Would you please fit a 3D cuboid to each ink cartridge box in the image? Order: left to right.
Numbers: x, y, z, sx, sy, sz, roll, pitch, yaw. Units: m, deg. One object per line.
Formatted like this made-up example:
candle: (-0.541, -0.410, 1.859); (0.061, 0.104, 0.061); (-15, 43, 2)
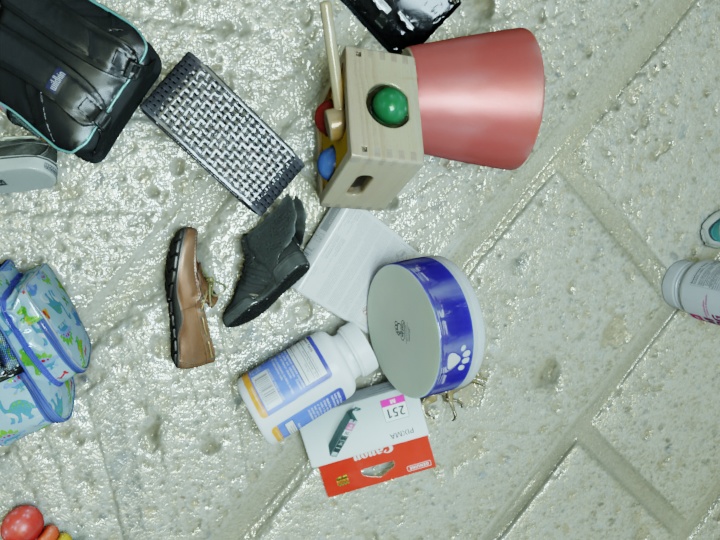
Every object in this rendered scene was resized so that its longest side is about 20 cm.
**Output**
ink cartridge box: (0.000, 0.000, 0.959); (0.199, 0.050, 0.162); (34, 87, -39)
ink cartridge box: (0.014, 0.279, 0.977); (0.197, 0.044, 0.176); (-16, 104, 1)

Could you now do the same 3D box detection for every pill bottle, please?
pill bottle: (-0.076, 0.163, 0.916); (0.198, 0.112, 0.113); (-30, 107, -12)
pill bottle: (0.657, 0.043, 1.092); (0.112, 0.200, 0.115); (-3, 100, -17)

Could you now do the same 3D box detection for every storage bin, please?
storage bin: (-0.183, -0.176, 0.808); (0.200, 0.135, 0.094); (44, 85, -20)

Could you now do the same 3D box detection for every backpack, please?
backpack: (-0.423, 0.099, 0.752); (0.145, 0.183, 0.203); (-21, 110, -13)
backpack: (-0.361, -0.247, 0.724); (0.199, 0.153, 0.177); (32, 89, -12)

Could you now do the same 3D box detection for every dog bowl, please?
dog bowl: (0.091, 0.082, 0.896); (0.078, 0.199, 0.203); (-9, 102, -28)

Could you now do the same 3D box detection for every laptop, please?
laptop: (0.071, -0.455, 0.913); (0.177, 0.104, 0.200); (41, 111, -19)

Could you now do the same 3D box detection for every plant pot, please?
plant pot: (0.147, -0.251, 0.889); (0.174, 0.200, 0.204); (-1, 100, -8)

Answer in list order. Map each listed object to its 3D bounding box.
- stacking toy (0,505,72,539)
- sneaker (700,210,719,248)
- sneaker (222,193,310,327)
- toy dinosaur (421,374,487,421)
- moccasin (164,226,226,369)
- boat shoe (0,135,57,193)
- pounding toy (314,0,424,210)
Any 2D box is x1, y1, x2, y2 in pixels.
stacking toy: (-0.428, 0.413, 0.867); (0.085, 0.085, 0.201); (-40, 102, -8)
sneaker: (0.750, -0.107, 1.162); (0.200, 0.080, 0.078); (-42, 109, -8)
sneaker: (-0.145, -0.011, 0.888); (0.199, 0.060, 0.105); (-39, 73, 19)
toy dinosaur: (0.119, 0.197, 1.027); (0.197, 0.058, 0.103); (12, 80, -23)
moccasin: (-0.234, 0.039, 0.863); (0.077, 0.073, 0.205); (-7, 99, -26)
boat shoe: (-0.482, -0.134, 0.759); (0.197, 0.071, 0.065); (-4, 68, -10)
pounding toy: (-0.006, -0.208, 0.811); (0.140, 0.200, 0.187); (2, 72, -19)
